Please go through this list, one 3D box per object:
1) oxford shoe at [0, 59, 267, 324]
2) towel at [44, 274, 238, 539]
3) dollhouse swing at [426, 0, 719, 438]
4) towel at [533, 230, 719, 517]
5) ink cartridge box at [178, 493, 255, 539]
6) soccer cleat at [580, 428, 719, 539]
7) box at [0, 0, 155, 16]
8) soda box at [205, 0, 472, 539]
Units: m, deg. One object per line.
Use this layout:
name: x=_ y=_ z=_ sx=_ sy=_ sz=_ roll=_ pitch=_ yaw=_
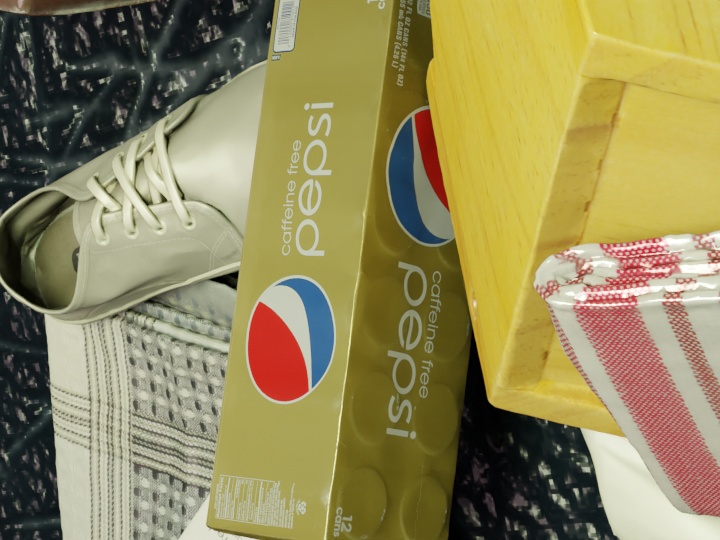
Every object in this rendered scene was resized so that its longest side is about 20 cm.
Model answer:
oxford shoe: x=-0.081 y=-0.030 z=0.846 sx=0.199 sy=0.057 sz=0.076 roll=-27 pitch=69 yaw=33
towel: x=-0.070 y=0.094 z=0.904 sx=0.191 sy=0.034 sz=0.202 roll=18 pitch=114 yaw=40
dollhouse swing: x=0.124 y=-0.056 z=0.601 sx=0.201 sy=0.174 sz=0.183 roll=96 pitch=167 yaw=-60
towel: x=0.161 y=0.030 z=0.562 sx=0.198 sy=0.147 sz=0.030 roll=-2 pitch=58 yaw=24
ink cartridge box: x=-0.041 y=0.172 z=0.841 sx=0.116 sy=0.067 sz=0.201 roll=44 pitch=125 yaw=15
soccer cleat: x=0.132 y=0.094 z=0.677 sx=0.078 sy=0.069 sz=0.201 roll=-43 pitch=63 yaw=21
box: x=-0.119 y=-0.212 z=0.769 sx=0.165 sy=0.163 sz=0.202 roll=15 pitch=112 yaw=40
soda box: x=0.000 y=0.000 z=0.737 sx=0.064 sy=0.067 sz=0.202 roll=2 pitch=82 yaw=43
